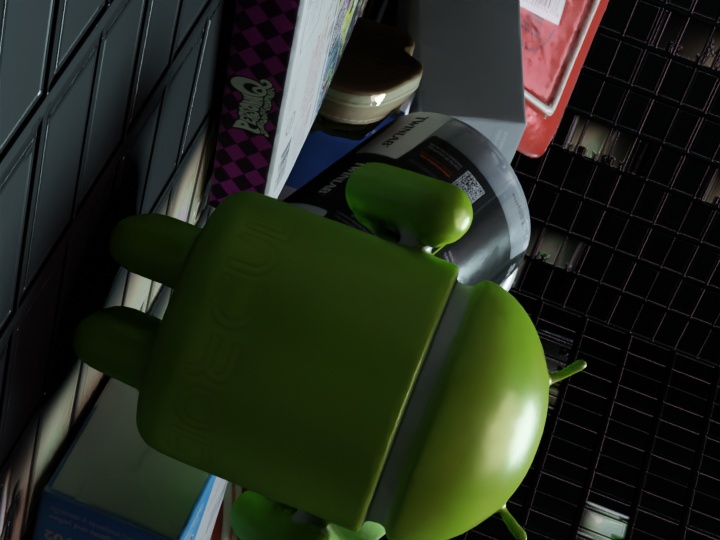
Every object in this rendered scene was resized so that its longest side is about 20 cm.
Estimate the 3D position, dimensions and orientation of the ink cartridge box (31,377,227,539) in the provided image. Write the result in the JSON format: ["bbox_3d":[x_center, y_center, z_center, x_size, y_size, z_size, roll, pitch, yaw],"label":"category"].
[{"bbox_3d":[-0.118,0.153,0.921,0.115,0.068,0.200,-64,174,-55],"label":"ink cartridge box"}]

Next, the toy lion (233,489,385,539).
[{"bbox_3d":[-0.005,0.098,1.181,0.200,0.069,0.192,-45,-155,-16],"label":"toy lion"}]

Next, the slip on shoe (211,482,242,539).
[{"bbox_3d":[-0.113,0.162,1.146,0.074,0.061,0.201,4,-97,65],"label":"slip on shoe"}]

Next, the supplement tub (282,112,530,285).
[{"bbox_3d":[0.000,0.000,1.134,0.200,0.122,0.123,-38,157,-40],"label":"supplement tub"}]

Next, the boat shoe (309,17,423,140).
[{"bbox_3d":[-0.004,-0.110,1.189,0.200,0.072,0.065,-78,-173,-74],"label":"boat shoe"}]

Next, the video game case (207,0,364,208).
[{"bbox_3d":[-0.021,-0.146,0.940,0.200,0.036,0.182,106,6,-60],"label":"video game case"}]

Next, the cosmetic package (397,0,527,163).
[{"bbox_3d":[0.074,-0.171,1.467,0.107,0.090,0.200,109,-20,-64],"label":"cosmetic package"}]

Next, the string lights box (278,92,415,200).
[{"bbox_3d":[-0.023,-0.048,1.343,0.200,0.059,0.103,-65,175,-54],"label":"string lights box"}]

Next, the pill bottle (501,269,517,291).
[{"bbox_3d":[0.054,-0.009,1.383,0.200,0.109,0.110,94,17,-87],"label":"pill bottle"}]

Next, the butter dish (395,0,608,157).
[{"bbox_3d":[0.102,-0.228,1.680,0.200,0.148,0.200,29,82,-45],"label":"butter dish"}]

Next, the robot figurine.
[{"bbox_3d":[-0.013,0.040,0.790,0.116,0.200,0.176,-2,112,-86],"label":"robot figurine"}]
